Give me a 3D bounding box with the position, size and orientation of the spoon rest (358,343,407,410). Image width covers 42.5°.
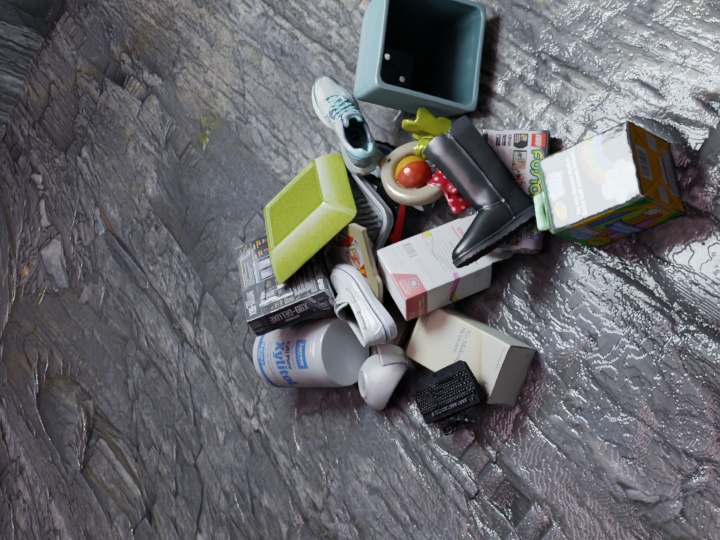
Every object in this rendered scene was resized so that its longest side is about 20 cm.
[{"bbox_3d":[0.040,0.181,1.622,0.200,0.061,0.099,114,147,-63],"label":"spoon rest"}]

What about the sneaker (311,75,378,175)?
[{"bbox_3d":[-0.021,-0.272,1.646,0.200,0.078,0.086,60,169,11],"label":"sneaker"}]

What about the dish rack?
[{"bbox_3d":[-0.009,-0.075,1.710,0.172,0.044,0.200,53,135,35],"label":"dish rack"}]

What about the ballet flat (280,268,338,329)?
[{"bbox_3d":[-0.082,0.048,1.738,0.070,0.200,0.067,10,125,36],"label":"ballet flat"}]

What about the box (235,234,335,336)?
[{"bbox_3d":[-0.140,0.009,1.695,0.158,0.050,0.200,-23,45,6],"label":"box"}]

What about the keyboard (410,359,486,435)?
[{"bbox_3d":[0.136,0.216,1.496,0.104,0.040,0.200,58,152,6],"label":"keyboard"}]

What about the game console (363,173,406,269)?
[{"bbox_3d":[0.012,-0.097,1.740,0.200,0.031,0.177,36,124,44],"label":"game console"}]

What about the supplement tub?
[{"bbox_3d":[-0.096,0.156,1.750,0.200,0.132,0.132,-9,74,45],"label":"supplement tub"}]

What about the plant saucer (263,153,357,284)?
[{"bbox_3d":[-0.105,-0.106,1.652,0.200,0.048,0.200,-41,35,21],"label":"plant saucer"}]

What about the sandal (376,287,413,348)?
[{"bbox_3d":[0.065,0.056,1.663,0.082,0.055,0.200,31,102,45],"label":"sandal"}]

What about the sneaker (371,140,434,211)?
[{"bbox_3d":[0.070,-0.158,1.717,0.200,0.075,0.087,51,136,40],"label":"sneaker"}]

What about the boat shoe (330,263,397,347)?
[{"bbox_3d":[-0.013,0.056,1.578,0.200,0.067,0.074,46,150,47],"label":"boat shoe"}]

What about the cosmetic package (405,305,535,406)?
[{"bbox_3d":[0.177,0.134,1.517,0.200,0.073,0.104,26,99,47],"label":"cosmetic package"}]

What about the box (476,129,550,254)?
[{"bbox_3d":[0.247,-0.129,1.503,0.110,0.035,0.200,3,81,16],"label":"box"}]

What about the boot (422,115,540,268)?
[{"bbox_3d":[0.164,-0.124,1.468,0.165,0.066,0.200,-34,78,-6],"label":"boot"}]

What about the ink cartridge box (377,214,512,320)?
[{"bbox_3d":[0.142,-0.010,1.549,0.068,0.200,0.117,83,162,-52],"label":"ink cartridge box"}]

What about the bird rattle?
[{"bbox_3d":[0.119,-0.170,1.618,0.163,0.113,0.200,-25,66,5],"label":"bird rattle"}]

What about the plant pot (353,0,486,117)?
[{"bbox_3d":[0.083,-0.377,1.664,0.200,0.196,0.197,169,109,-65],"label":"plant pot"}]

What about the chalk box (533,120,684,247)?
[{"bbox_3d":[0.349,-0.115,1.367,0.200,0.124,0.125,-23,65,41],"label":"chalk box"}]

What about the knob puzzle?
[{"bbox_3d":[0.000,0.000,1.632,0.220,0.030,0.220,52,154,38],"label":"knob puzzle"}]
